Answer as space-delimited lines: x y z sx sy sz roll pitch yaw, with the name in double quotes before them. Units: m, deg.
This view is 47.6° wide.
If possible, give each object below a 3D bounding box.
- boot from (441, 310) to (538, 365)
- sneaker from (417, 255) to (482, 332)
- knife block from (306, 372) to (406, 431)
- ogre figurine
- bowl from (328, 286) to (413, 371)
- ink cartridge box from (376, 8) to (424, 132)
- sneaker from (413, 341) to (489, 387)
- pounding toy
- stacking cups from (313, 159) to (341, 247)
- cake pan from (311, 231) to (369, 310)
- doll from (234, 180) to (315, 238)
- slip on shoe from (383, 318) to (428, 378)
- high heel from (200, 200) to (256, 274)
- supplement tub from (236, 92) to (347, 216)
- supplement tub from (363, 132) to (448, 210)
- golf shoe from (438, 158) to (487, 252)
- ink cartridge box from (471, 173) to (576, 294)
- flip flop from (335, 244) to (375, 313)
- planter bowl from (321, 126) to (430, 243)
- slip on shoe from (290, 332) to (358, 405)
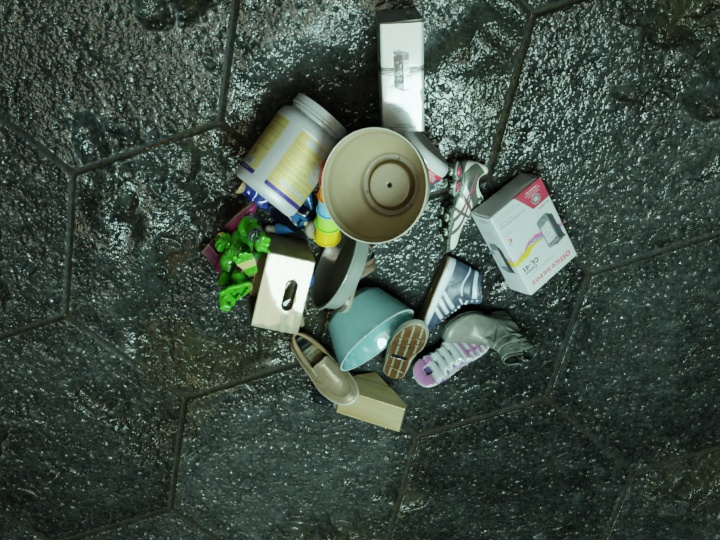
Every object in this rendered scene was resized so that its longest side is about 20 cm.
"boot" 0.284 0.151 1.767 0.196 0.131 0.069 -6 129 -28
"sneaker" 0.199 0.075 1.798 0.107 0.070 0.203 19 110 -9
"knife block" -0.017 0.291 1.838 0.173 0.200 0.065 -6 121 -33
"ogre figurine" -0.239 -0.024 1.623 0.096 0.121 0.202 -1 134 -16
"bowl" 0.008 0.112 1.758 0.201 0.200 0.106 -43 71 16
"ink cartridge box" 0.074 -0.378 1.539 0.082 0.145 0.204 -2 115 -1
"sneaker" 0.206 0.199 1.858 0.198 0.089 0.081 -32 70 -7
"pounding toy" -0.155 0.044 1.717 0.139 0.184 0.204 11 105 -13
"stacking cups" -0.062 -0.136 1.607 0.059 0.061 0.202 2 138 -3
"cake pan" -0.041 -0.009 1.679 0.036 0.201 0.202 23 113 -21
"doll" -0.162 -0.132 1.698 0.198 0.049 0.137 34 113 -13
"slip on shoe" 0.101 0.161 1.800 0.075 0.061 0.202 17 138 0
"high heel" -0.249 -0.062 1.704 0.096 0.068 0.200 41 132 -10
"supplement tub" -0.131 -0.225 1.584 0.145 0.145 0.201 37 90 -18
"supplement tub" 0.066 -0.181 1.633 0.140 0.141 0.200 38 108 -18
"golf shoe" 0.212 -0.131 1.701 0.086 0.078 0.204 1 116 -11
"ink cartridge box" 0.342 -0.076 1.700 0.147 0.085 0.202 -38 112 -12
"flip flop" 0.000 0.000 1.708 0.057 0.203 0.081 23 156 -16
"planter bowl" 0.041 -0.157 1.499 0.196 0.135 0.205 2 98 17
"slip on shoe" -0.081 0.212 1.792 0.076 0.061 0.201 -37 71 -11
